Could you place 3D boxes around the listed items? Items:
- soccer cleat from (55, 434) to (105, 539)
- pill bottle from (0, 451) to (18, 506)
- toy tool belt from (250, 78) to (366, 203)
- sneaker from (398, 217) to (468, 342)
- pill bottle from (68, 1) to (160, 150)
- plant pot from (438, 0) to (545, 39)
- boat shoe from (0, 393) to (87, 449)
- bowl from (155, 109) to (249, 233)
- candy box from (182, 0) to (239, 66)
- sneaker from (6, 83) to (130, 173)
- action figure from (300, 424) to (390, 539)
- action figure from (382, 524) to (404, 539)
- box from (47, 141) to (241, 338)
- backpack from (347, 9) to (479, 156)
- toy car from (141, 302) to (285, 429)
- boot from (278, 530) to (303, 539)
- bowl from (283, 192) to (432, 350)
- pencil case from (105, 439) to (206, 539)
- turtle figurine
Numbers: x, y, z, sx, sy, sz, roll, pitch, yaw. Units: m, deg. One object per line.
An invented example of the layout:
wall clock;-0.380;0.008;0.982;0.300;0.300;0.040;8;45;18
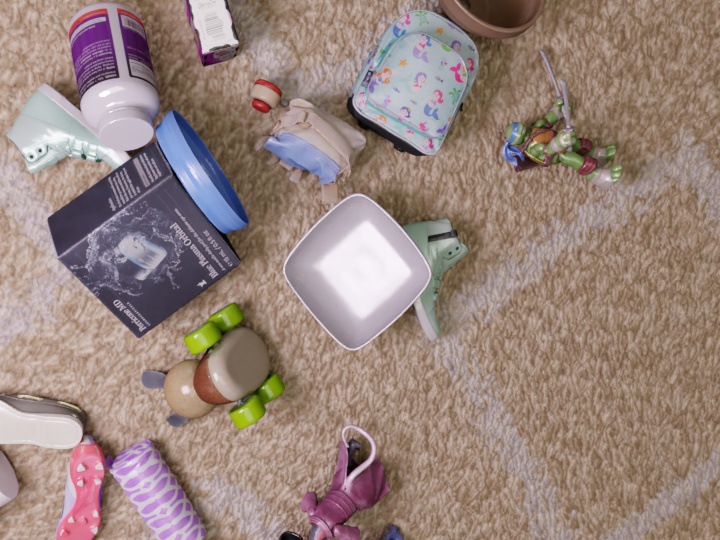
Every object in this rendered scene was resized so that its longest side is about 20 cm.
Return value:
soccer cleat;-0.450;0.362;1.294;0.066;0.077;0.202;5;113;-27
pill bottle;-0.638;0.355;1.227;0.198;0.116;0.117;-29;101;-5
toy tool belt;-0.099;-0.198;1.257;0.198;0.125;0.124;27;83;-11
sneaker;0.134;0.013;1.343;0.117;0.074;0.203;-15;97;-1
pill bottle;-0.355;-0.279;1.167;0.111;0.113;0.202;-13;68;-8
plant pot;0.187;-0.446;1.275;0.198;0.093;0.204;8;71;-23
boat shoe;-0.532;0.230;1.260;0.199;0.060;0.073;13;105;-10
bowl;-0.236;-0.143;1.197;0.039;0.201;0.202;-32;101;2
candy box;-0.237;-0.418;1.198;0.060;0.136;0.203;-18;100;-9
sneaker;-0.432;-0.173;1.214;0.200;0.074;0.119;38;84;-4
action figure;-0.026;0.381;1.308;0.133;0.150;0.200;28;50;17
action figure;0.033;0.546;1.357;0.104;0.200;0.194;-35;98;30
box;-0.318;-0.042;1.196;0.199;0.118;0.197;-36;132;-3
backpack;0.090;-0.303;1.270;0.176;0.150;0.202;29;86;-11
toy car;-0.253;0.178;1.288;0.198;0.158;0.166;-27;98;23
boot;-0.070;0.518;1.342;0.198;0.068;0.131;29;125;-11
bowl;0.000;0.000;1.290;0.200;0.075;0.200;-43;82;11
pencil case;-0.329;0.375;1.306;0.085;0.084;0.202;-22;100;23
turtle figurine;0.350;-0.232;1.322;0.192;0.144;0.202;24;96;-16
